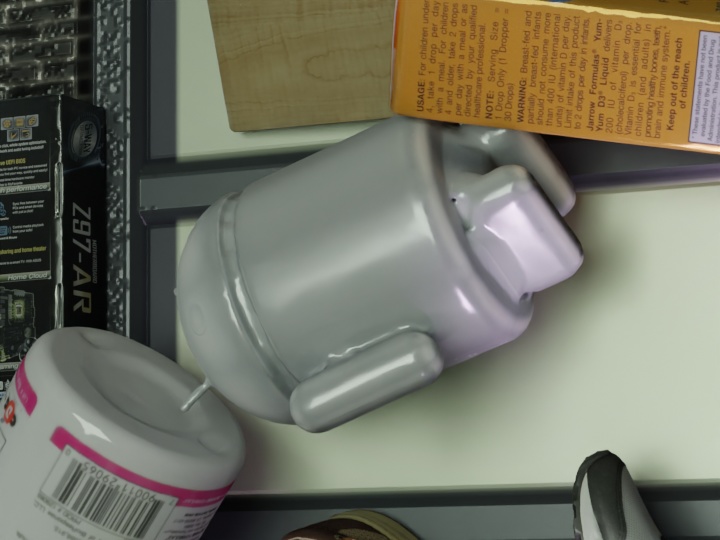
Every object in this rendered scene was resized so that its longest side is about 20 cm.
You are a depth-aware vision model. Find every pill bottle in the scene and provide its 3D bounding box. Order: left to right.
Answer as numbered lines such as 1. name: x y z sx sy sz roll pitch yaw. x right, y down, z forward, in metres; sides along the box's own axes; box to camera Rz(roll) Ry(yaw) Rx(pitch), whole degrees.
1. pill bottle: -0.148 0.137 1.148 0.113 0.113 0.200 40 109 23

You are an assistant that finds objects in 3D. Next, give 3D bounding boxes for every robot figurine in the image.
1. robot figurine: 0.000 0.000 1.104 0.199 0.113 0.170 -23 36 20

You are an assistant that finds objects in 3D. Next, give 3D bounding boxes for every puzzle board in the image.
1. puzzle board: 0.014 -0.147 1.139 0.199 0.017 0.151 -3 102 29

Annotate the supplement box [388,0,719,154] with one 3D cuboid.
1. supplement box: 0.115 -0.097 1.052 0.199 0.067 0.069 5 120 9

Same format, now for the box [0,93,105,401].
1. box: -0.227 0.000 1.245 0.199 0.043 0.161 -5 81 24

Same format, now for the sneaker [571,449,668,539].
1. sneaker: 0.155 0.163 1.044 0.079 0.074 0.201 -32 78 8

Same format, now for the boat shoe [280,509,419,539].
1. boat shoe: 0.044 0.173 1.085 0.200 0.072 0.072 36 99 24
